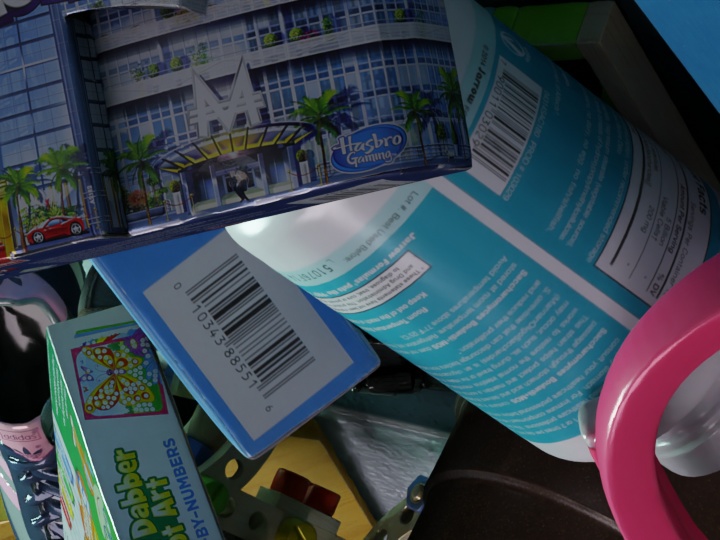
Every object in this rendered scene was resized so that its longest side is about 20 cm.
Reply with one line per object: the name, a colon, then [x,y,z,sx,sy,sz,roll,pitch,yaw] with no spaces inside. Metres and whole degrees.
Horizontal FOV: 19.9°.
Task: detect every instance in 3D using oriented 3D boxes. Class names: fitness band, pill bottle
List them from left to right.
pill bottle: [0.057,-0.007,0.703,0.199,0.111,0.111,35,149,-23]
fitness band: [0.155,0.061,0.673,0.143,0.038,0.200,-25,130,12]

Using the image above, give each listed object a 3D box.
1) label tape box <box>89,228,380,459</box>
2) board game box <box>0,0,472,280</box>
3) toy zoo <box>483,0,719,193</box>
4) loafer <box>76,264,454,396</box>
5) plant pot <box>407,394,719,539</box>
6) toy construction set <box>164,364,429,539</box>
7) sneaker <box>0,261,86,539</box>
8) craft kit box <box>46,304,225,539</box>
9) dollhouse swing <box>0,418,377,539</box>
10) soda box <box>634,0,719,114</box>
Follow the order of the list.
label tape box: [-0.065,-0.008,0.806,0.145,0.063,0.200,53,177,-3]
board game box: [-0.083,-0.107,0.619,0.199,0.202,0.062,-13,177,23]
toy zoo: [0.031,-0.048,0.791,0.199,0.021,0.131,0,145,35]
loafer: [-0.032,0.031,0.927,0.199,0.063,0.072,15,151,12]
plant pot: [0.076,0.177,0.849,0.199,0.199,0.201,30,157,14]
toy construction set: [-0.028,0.107,1.008,0.199,0.132,0.092,26,170,-19]
sneaker: [-0.153,0.084,0.981,0.070,0.082,0.201,-11,105,8]
craft kit box: [-0.082,0.151,0.859,0.048,0.198,0.201,-17,145,-17]
dollhouse swing: [-0.114,0.109,1.151,0.182,0.175,0.200,54,175,39]
soda box: [0.154,-0.065,0.630,0.068,0.064,0.200,-6,141,41]
